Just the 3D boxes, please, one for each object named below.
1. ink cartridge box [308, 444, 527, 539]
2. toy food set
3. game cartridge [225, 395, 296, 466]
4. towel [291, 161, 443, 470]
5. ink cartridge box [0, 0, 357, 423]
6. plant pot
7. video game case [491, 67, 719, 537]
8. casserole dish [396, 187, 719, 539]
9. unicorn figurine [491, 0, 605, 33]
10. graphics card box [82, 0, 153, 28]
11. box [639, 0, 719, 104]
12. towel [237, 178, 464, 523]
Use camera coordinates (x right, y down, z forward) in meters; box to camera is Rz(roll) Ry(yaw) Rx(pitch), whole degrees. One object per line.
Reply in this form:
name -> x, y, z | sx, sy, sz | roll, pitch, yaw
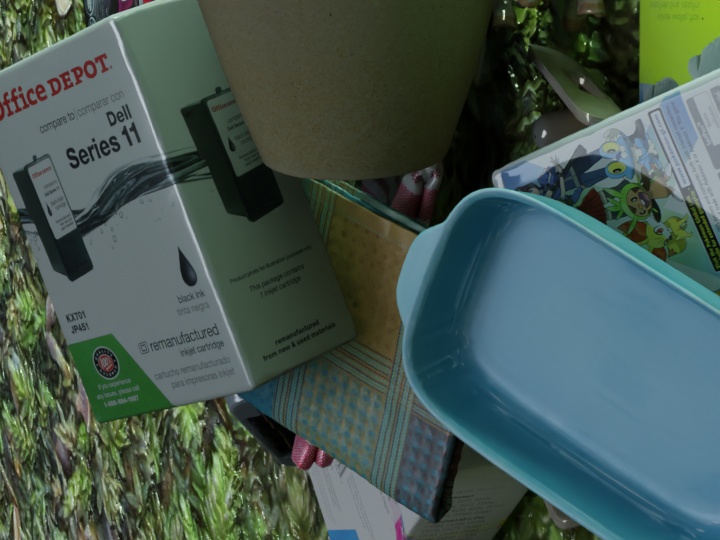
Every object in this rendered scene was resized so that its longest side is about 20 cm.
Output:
ink cartridge box -> 0.041, 0.097, 1.034 | 0.200, 0.068, 0.115 | 117, 142, -46
toy food set -> 0.096, 0.003, 0.869 | 0.144, 0.060, 0.200 | -105, 14, -71
game cartridge -> -0.065, 0.044, 1.154 | 0.200, 0.041, 0.133 | 64, -173, -71
towel -> 0.000, 0.000, 1.039 | 0.146, 0.030, 0.200 | -96, 26, -67
ink cartridge box -> -0.106, -0.033, 0.950 | 0.146, 0.083, 0.200 | -16, 96, 47
plant pot -> -0.008, -0.151, 0.861 | 0.187, 0.187, 0.200 | 30, 127, 56
video game case -> 0.164, 0.019, 0.735 | 0.182, 0.022, 0.200 | -23, 91, 39
casserole dish -> 0.104, 0.043, 0.749 | 0.200, 0.039, 0.121 | 33, 122, 23
unicorn figurine -> 0.103, -0.188, 0.861 | 0.200, 0.074, 0.138 | -174, 90, -67
graphics card box -> -0.151, -0.178, 1.360 | 0.200, 0.051, 0.126 | -10, 87, 62
box -> 0.172, -0.039, 0.794 | 0.122, 0.048, 0.200 | 16, 109, 63
towel -> -0.011, 0.027, 0.962 | 0.200, 0.022, 0.147 | 29, 115, 40
